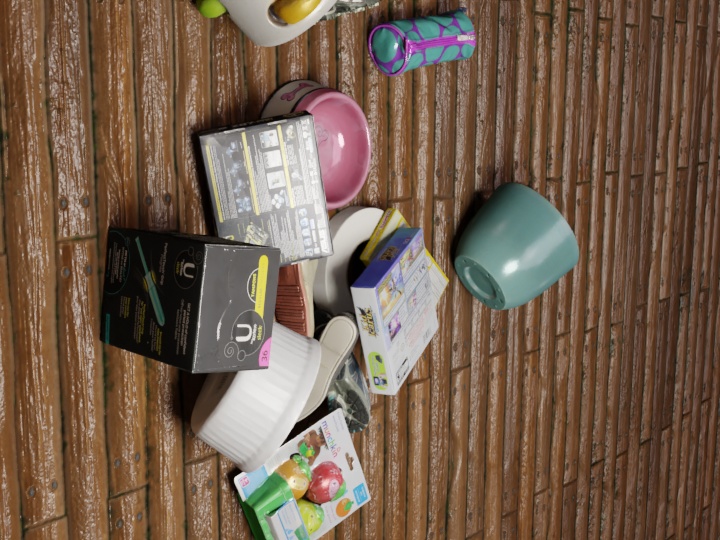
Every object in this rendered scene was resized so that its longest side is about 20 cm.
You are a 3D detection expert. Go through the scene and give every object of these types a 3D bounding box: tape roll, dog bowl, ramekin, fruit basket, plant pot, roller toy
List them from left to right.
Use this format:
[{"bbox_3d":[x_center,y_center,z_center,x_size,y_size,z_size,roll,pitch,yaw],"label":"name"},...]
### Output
[{"bbox_3d":[-0.146,0.159,1.327,0.097,0.200,0.203,32,71,-15],"label":"ramekin"},{"bbox_3d":[-0.103,-0.391,1.273,0.140,0.198,0.184,44,61,-34],"label":"roller toy"},{"bbox_3d":[-0.079,0.336,1.491,0.198,0.093,0.188,-27,118,-20],"label":"fruit basket"},{"bbox_3d":[-0.062,-0.179,1.452,0.198,0.073,0.204,-12,106,-47],"label":"dog bowl"},{"bbox_3d":[0.000,0.000,1.581,0.201,0.037,0.207,-11,105,-48],"label":"tape roll"},{"bbox_3d":[0.264,-0.028,1.765,0.161,0.199,0.202,-42,127,-18],"label":"plant pot"}]

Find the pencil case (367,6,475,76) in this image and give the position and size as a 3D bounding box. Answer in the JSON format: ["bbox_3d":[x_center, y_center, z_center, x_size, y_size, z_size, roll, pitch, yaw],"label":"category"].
[{"bbox_3d":[0.104,-0.370,1.590,0.198,0.091,0.087,-24,114,-43],"label":"pencil case"}]

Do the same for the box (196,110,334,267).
[{"bbox_3d":[-0.128,-0.104,1.352,0.158,0.049,0.204,-14,109,-12],"label":"box"}]

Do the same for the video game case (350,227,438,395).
[{"bbox_3d":[0.056,0.059,1.519,0.200,0.045,0.184,-49,135,-53],"label":"video game case"}]

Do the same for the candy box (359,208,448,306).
[{"bbox_3d":[0.076,0.000,1.620,0.103,0.026,0.201,-58,134,-20],"label":"candy box"}]

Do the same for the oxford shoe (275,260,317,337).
[{"bbox_3d":[-0.086,0.017,1.463,0.073,0.070,0.204,-22,113,-47],"label":"oxford shoe"}]

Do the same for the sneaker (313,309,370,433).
[{"bbox_3d":[-0.039,0.152,1.552,0.086,0.076,0.203,-60,132,-72],"label":"sneaker"}]

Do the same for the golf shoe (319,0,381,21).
[{"bbox_3d":[-0.035,-0.415,1.441,0.199,0.076,0.090,-28,110,-43],"label":"golf shoe"}]

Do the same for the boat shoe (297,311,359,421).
[{"bbox_3d":[-0.061,0.147,1.484,0.201,0.066,0.057,-56,173,16],"label":"boat shoe"}]

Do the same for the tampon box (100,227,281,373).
[{"bbox_3d":[-0.213,0.033,1.225,0.125,0.198,0.153,2,96,-48],"label":"tampon box"}]
